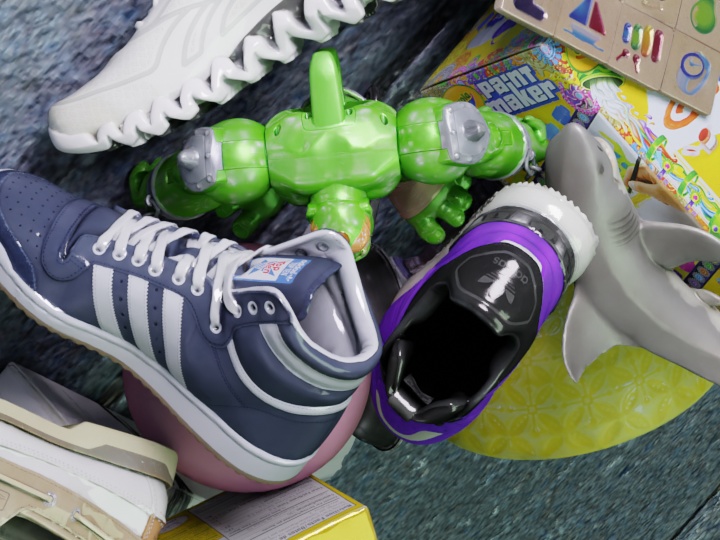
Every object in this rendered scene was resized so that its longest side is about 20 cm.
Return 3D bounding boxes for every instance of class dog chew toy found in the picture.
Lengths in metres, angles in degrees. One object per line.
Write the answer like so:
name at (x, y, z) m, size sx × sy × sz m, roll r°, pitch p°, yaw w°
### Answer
dog chew toy at (-0.057, 0.044, 1.246) m, size 0.125 × 0.125 × 0.200 m, roll -49°, pitch -176°, yaw 4°

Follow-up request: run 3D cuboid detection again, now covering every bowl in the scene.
bowl at (0.116, 0.012, 1.447) m, size 0.200 × 0.200 × 0.108 m, roll -34°, pitch 123°, yaw -25°

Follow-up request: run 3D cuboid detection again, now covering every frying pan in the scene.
frying pan at (0.006, 0.009, 1.292) m, size 0.031 × 0.115 × 0.190 m, roll -6°, pitch 120°, yaw -20°

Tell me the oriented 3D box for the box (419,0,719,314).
box at (0.177, -0.103, 1.257) m, size 0.200 × 0.193 × 0.122 m, roll -50°, pitch -163°, yaw -25°

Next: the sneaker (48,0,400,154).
sneaker at (-0.062, -0.121, 1.099) m, size 0.200 × 0.081 × 0.075 m, roll -31°, pitch -172°, yaw 5°

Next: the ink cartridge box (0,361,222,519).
ink cartridge box at (-0.150, 0.153, 1.280) m, size 0.145 × 0.084 × 0.200 m, roll -50°, pitch 142°, yaw 5°

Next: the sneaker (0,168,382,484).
sneaker at (-0.079, 0.001, 1.086) m, size 0.109 × 0.200 × 0.070 m, roll -48°, pitch -176°, yaw 42°

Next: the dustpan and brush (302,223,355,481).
dustpan and brush at (-0.043, 0.052, 1.390) m, size 0.139 × 0.057 × 0.200 m, roll -12°, pitch 144°, yaw -38°

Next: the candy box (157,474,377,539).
candy box at (-0.099, 0.154, 1.172) m, size 0.200 × 0.102 × 0.026 m, roll -25°, pitch 110°, yaw -17°

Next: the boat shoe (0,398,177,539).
boat shoe at (-0.180, 0.096, 1.113) m, size 0.200 × 0.068 × 0.075 m, roll 16°, pitch 163°, yaw -23°

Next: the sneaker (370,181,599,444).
sneaker at (0.036, 0.042, 1.166) m, size 0.100 × 0.070 × 0.200 m, roll -53°, pitch 176°, yaw -37°

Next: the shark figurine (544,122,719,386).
shark figurine at (0.148, 0.033, 1.187) m, size 0.090 × 0.214 × 0.128 m, roll -49°, pitch -178°, yaw -23°

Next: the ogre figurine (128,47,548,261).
ogre figurine at (-0.014, -0.053, 1.143) m, size 0.120 × 0.200 × 0.098 m, roll 46°, pitch 57°, yaw -85°

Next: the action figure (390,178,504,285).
action figure at (0.074, -0.033, 1.361) m, size 0.069 × 0.130 × 0.200 m, roll 29°, pitch 109°, yaw -31°

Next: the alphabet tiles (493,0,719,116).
alphabet tiles at (0.110, -0.187, 1.153) m, size 0.200 × 0.008 × 0.167 m, roll 23°, pitch 73°, yaw -28°
